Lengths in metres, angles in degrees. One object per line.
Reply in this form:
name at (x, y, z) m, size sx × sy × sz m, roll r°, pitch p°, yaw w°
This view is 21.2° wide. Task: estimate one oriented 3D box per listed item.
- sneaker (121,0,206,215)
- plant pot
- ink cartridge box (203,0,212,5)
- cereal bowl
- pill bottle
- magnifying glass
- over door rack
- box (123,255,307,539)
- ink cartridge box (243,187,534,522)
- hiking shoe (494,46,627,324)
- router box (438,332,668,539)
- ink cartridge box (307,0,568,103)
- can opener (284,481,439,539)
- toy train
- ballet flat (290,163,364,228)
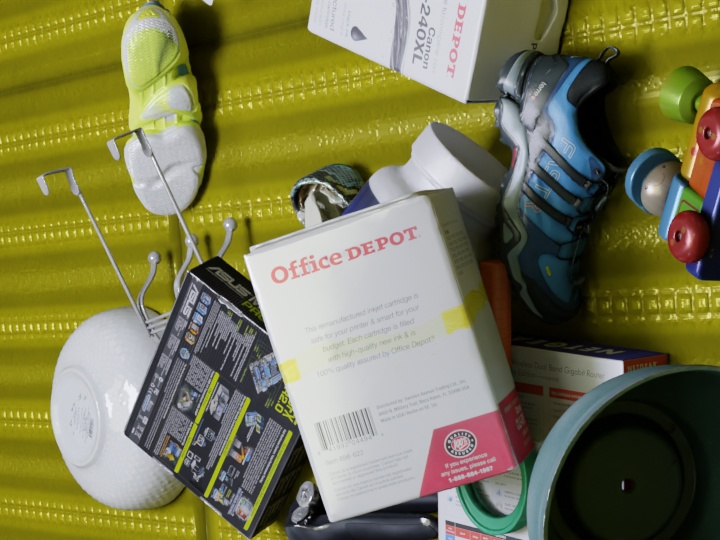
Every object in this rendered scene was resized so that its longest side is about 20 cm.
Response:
sneaker at (-0.180, -0.157, 1.779) m, size 0.105 × 0.075 × 0.201 m, roll -97°, pitch 7°, yaw -60°
plant pot at (0.193, 0.152, 1.262) m, size 0.134 × 0.198 × 0.202 m, roll -156°, pitch 64°, yaw -76°
ink cartridge box at (-0.139, -0.361, 1.689) m, size 0.162 × 0.057 × 0.201 m, roll 38°, pitch 127°, yaw 32°
cereal bowl at (-0.243, 0.136, 1.869) m, size 0.199 × 0.083 × 0.202 m, roll 7°, pitch 99°, yaw 51°
pill bottle at (0.030, -0.006, 1.449) m, size 0.200 × 0.115 × 0.116 m, roll -51°, pitch 54°, yaw 15°
magnifying glass at (0.100, 0.093, 1.408) m, size 0.079 × 0.022 × 0.202 m, roll 7°, pitch 102°, yaw 50°
over door rack at (-0.186, -0.035, 1.754) m, size 0.147 × 0.067 × 0.201 m, roll -20°, pitch 108°, yaw 50°
box at (-0.112, 0.113, 1.689) m, size 0.160 × 0.044 × 0.201 m, roll 36°, pitch 125°, yaw 17°
ink cartridge box at (0.022, 0.056, 1.354) m, size 0.144 × 0.083 × 0.202 m, roll -17°, pitch 92°, yaw 17°
hiking shoe at (0.146, -0.056, 1.366) m, size 0.086 × 0.074 × 0.202 m, roll 3°, pitch 108°, yaw 32°
router box at (0.139, 0.142, 1.418) m, size 0.199 × 0.049 × 0.181 m, roll 7°, pitch 100°, yaw 51°
ink cartridge box at (0.059, -0.222, 1.443) m, size 0.200 × 0.083 × 0.146 m, roll 30°, pitch 117°, yaw 45°
can opener at (0.008, 0.203, 1.594) m, size 0.199 × 0.078 × 0.064 m, roll -20°, pitch 40°, yaw 47°
toy train at (0.237, -0.105, 1.249) m, size 0.116 × 0.084 × 0.202 m, roll 46°, pitch 129°, yaw 55°
ballet flat at (0.000, 0.000, 1.559) m, size 0.201 × 0.074 × 0.074 m, roll 58°, pitch 135°, yaw 28°
